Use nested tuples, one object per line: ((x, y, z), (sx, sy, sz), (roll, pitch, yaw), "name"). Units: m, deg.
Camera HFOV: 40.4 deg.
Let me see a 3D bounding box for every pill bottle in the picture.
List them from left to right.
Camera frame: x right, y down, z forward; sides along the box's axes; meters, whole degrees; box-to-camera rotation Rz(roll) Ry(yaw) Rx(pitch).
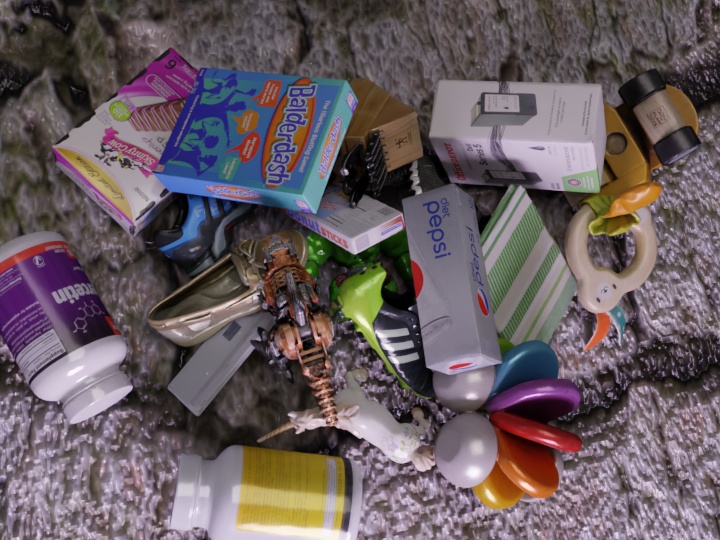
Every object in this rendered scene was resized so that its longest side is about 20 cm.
((-0.335, 0.064, 1.085), (0.112, 0.112, 0.200), (-30, 82, -19), "pill bottle")
((-0.104, 0.253, 1.078), (0.199, 0.112, 0.112), (9, 71, -10), "pill bottle")

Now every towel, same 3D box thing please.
((0.198, 0.012, 1.206), (0.153, 0.023, 0.200), (-57, 132, -21), "towel")

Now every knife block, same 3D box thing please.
((-0.023, -0.151, 1.190), (0.175, 0.064, 0.200), (-23, 36, -15), "knife block")

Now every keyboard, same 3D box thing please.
((-0.144, 0.075, 1.141), (0.056, 0.011, 0.200), (37, 85, 30), "keyboard")

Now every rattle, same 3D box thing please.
((0.331, 0.003, 1.213), (0.130, 0.143, 0.201), (15, 82, -30), "rattle")

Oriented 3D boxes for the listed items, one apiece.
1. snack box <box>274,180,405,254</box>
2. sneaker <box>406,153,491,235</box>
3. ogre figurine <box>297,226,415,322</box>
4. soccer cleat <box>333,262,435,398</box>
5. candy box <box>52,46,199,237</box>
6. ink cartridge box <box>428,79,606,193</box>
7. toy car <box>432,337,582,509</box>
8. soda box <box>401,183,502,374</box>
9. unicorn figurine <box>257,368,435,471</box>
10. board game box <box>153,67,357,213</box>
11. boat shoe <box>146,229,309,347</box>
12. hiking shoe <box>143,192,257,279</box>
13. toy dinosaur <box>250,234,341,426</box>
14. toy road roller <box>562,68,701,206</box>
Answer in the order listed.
((-0.034, -0.074, 1.162), (0.072, 0.200, 0.024), (-29, 124, -23), "snack box")
((0.116, -0.069, 1.229), (0.090, 0.067, 0.201), (-16, 58, 4), "sneaker")
((0.000, 0.000, 1.190), (0.199, 0.098, 0.120), (-7, 86, -3), "ogre figurine")
((0.049, 0.075, 1.147), (0.081, 0.068, 0.200), (-35, 122, 6), "soccer cleat")
((-0.255, -0.159, 1.200), (0.136, 0.061, 0.200), (42, 70, 2), "candy box")
((0.199, -0.167, 1.220), (0.199, 0.146, 0.084), (5, 73, 19), "ink cartridge box")
((0.183, 0.167, 1.123), (0.175, 0.150, 0.201), (19, 61, -37), "toy car")
((0.100, 0.010, 1.091), (0.068, 0.063, 0.201), (-16, 70, 25), "soda box")
((0.003, 0.170, 1.119), (0.199, 0.137, 0.074), (19, 107, 6), "unicorn figurine")
((-0.120, -0.153, 1.123), (0.199, 0.045, 0.153), (10, 68, 24), "board game box")
((-0.151, 0.015, 1.126), (0.200, 0.063, 0.073), (-31, 59, 8), "boat shoe")
((-0.172, -0.090, 1.180), (0.087, 0.074, 0.200), (36, 67, -20), "hiking shoe")
((-0.069, 0.066, 1.057), (0.102, 0.136, 0.201), (3, 74, -5), "toy dinosaur")
((0.359, -0.169, 1.326), (0.200, 0.146, 0.123), (-32, 80, 18), "toy road roller")
